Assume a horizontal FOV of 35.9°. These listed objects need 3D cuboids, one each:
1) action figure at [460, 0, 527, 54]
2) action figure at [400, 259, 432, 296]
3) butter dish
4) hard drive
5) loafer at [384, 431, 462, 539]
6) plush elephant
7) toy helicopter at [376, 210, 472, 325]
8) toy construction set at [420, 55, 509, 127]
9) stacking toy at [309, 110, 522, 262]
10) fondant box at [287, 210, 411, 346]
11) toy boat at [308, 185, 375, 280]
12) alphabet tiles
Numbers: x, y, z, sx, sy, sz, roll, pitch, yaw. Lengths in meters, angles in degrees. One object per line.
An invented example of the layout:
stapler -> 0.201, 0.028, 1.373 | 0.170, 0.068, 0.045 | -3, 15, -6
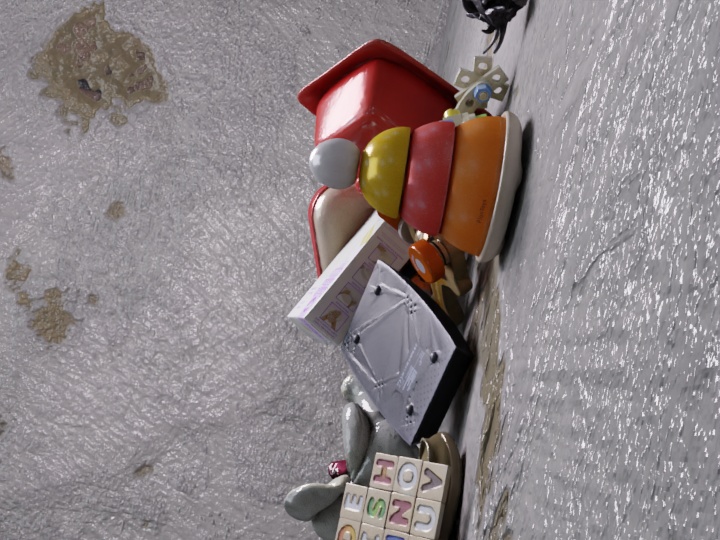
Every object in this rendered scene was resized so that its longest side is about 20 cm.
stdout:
action figure -> 0.149, -0.346, 1.220 | 0.119, 0.101, 0.201 | -115, 8, -76
action figure -> 0.063, 0.040, 1.427 | 0.200, 0.105, 0.193 | -47, -3, 40
butter dish -> 0.029, -0.157, 1.374 | 0.199, 0.199, 0.149 | -23, 44, 52
hard drive -> 0.050, 0.087, 1.221 | 0.200, 0.042, 0.136 | 49, 121, 54
loafer -> 0.054, 0.244, 1.057 | 0.076, 0.067, 0.201 | 103, 177, -55
plush elephant -> 0.002, 0.242, 1.230 | 0.165, 0.154, 0.200 | 55, 177, -18
toy helicopter -> 0.082, -0.009, 1.252 | 0.132, 0.079, 0.201 | 46, 162, 37
toy construction set -> 0.114, -0.150, 1.228 | 0.201, 0.091, 0.132 | -68, -33, -51
stacking toy -> 0.050, -0.095, 1.066 | 0.146, 0.198, 0.147 | -169, 90, -89
fondant box -> 0.000, 0.000, 1.398 | 0.200, 0.058, 0.144 | -52, 8, -9
toy boat -> -0.017, -0.038, 1.545 | 0.131, 0.130, 0.202 | 25, 127, 59
alphabet tiles -> 0.028, 0.271, 1.007 | 0.167, 0.008, 0.202 | -1, 73, 50
